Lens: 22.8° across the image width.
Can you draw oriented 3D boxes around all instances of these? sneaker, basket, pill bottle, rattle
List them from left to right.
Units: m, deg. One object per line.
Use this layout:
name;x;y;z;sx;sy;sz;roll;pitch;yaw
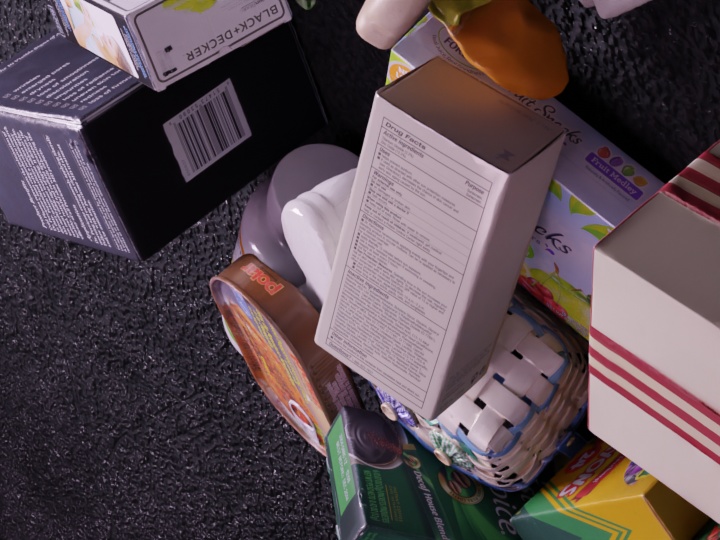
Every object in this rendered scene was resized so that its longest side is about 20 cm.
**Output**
pill bottle;-0.044;-0.011;1.400;0.111;0.111;0.201;44;151;14
sneaker;0.000;0.000;1.285;0.075;0.088;0.201;41;157;25
basket;0.087;0.070;1.291;0.176;0.140;0.200;39;-175;20
rattle;0.089;-0.182;0.976;0.143;0.130;0.200;44;135;2

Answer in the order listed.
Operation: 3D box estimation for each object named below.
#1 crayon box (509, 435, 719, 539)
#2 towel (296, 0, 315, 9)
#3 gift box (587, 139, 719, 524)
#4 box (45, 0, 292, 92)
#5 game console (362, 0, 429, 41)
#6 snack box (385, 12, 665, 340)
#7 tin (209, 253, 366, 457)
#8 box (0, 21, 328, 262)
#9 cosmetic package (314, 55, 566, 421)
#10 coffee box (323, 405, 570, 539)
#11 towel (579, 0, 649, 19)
crayon box;0.201;0.137;1.195;0.051;0.127;0.200;54;151;-6
towel;-0.081;-0.274;1.186;0.149;0.031;0.200;49;170;19
gift box;0.237;0.038;0.964;0.186;0.184;0.201;36;154;31
box;-0.146;-0.201;1.288;0.200;0.116;0.061;34;150;56
game console;0.012;-0.237;1.148;0.200;0.031;0.177;48;158;9
snack box;0.101;-0.061;1.166;0.200;0.053;0.143;39;155;14
tin;-0.049;0.067;1.335;0.112;0.042;0.201;41;162;38
box;-0.169;-0.122;1.362;0.196;0.200;0.125;16;136;48
cosmetic package;0.046;-0.018;1.116;0.103;0.073;0.201;33;131;20
coffee box;0.075;0.171;1.295;0.044;0.198;0.124;-59;26;33
towel;0.130;-0.239;0.958;0.193;0.034;0.200;57;152;-10
